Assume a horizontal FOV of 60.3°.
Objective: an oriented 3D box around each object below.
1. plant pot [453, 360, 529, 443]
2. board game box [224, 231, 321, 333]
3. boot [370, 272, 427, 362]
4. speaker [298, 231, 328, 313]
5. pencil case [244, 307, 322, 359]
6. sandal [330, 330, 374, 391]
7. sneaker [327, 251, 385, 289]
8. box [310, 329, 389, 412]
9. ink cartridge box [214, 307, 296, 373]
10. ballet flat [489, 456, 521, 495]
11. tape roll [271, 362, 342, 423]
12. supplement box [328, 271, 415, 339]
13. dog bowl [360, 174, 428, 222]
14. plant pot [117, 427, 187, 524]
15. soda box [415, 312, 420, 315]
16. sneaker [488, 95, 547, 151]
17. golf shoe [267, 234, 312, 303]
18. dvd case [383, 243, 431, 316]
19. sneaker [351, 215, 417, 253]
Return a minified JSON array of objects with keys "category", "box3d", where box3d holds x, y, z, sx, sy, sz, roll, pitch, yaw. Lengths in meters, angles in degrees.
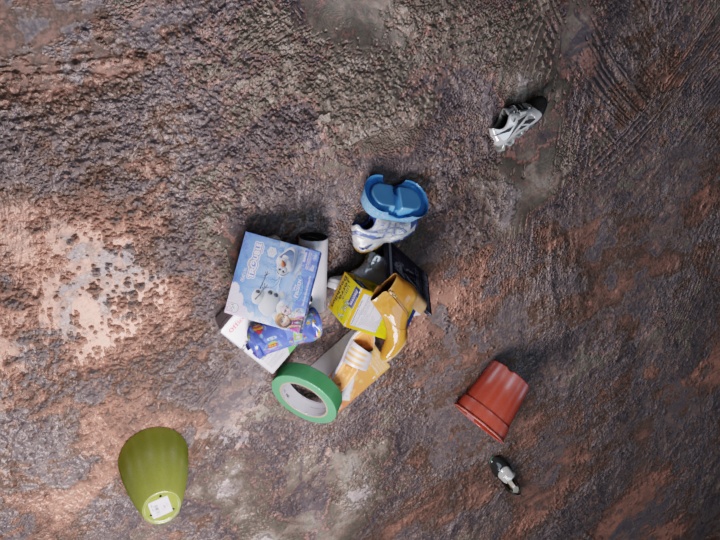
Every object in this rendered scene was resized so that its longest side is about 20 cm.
[{"category":"plant pot","box3d":[0.435,0.414,2.001,0.200,0.200,0.197,43,81,-31]},{"category":"board game box","box3d":[-0.212,0.029,1.513,0.193,0.043,0.206,14,84,4]},{"category":"boot","box3d":[0.070,0.117,1.573,0.143,0.071,0.204,35,89,-29]},{"category":"speaker","box3d":[-0.126,0.005,1.629,0.079,0.081,0.206,-6,112,-22]},{"category":"pencil case","box3d":[-0.192,0.160,1.560,0.195,0.078,0.090,-17,109,-22]},{"category":"sandal","box3d":[-0.015,0.257,1.666,0.078,0.059,0.210,18,108,-30]},{"category":"sneaker","box3d":[0.000,0.000,1.700,0.195,0.073,0.119,3,100,-29]},{"category":"box","box3d":[-0.034,0.278,1.768,0.199,0.097,0.125,-40,121,-6]},{"category":"ink cartridge box","box3d":[-0.259,0.145,1.617,0.146,0.084,0.200,-46,121,-3]},{"category":"ballet flat","box3d":[0.533,0.746,2.236,0.068,0.068,0.201,-40,121,-5]},{"category":"tape roll","box3d":[-0.146,0.335,1.687,0.202,0.196,0.049,57,44,-30]},{"category":"supplement box","box3d":[0.032,0.100,1.644,0.197,0.109,0.111,21,101,-35]},{"category":"dog bowl","box3d":[0.087,-0.186,1.647,0.195,0.050,0.115,6,63,-28]},{"category":"plant pot","box3d":[-0.518,0.540,1.580,0.182,0.200,0.193,-9,114,-21]},{"category":"soda box","box3d":[0.081,0.096,1.773,0.194,0.064,0.070,-6,113,-24]},{"category":"sneaker","box3d":[0.440,-0.433,1.733,0.200,0.074,0.089,-44,123,-4]},{"category":"golf shoe","box3d":[-0.175,0.001,1.573,0.078,0.095,0.205,-35,109,-56]},{"category":"dvd case","box3d":[0.131,0.020,1.723,0.016,0.152,0.199,-29,131,28]},{"category":"sneaker","box3d":[0.066,-0.122,1.675,0.196,0.075,0.090,-24,118,-16]}]
